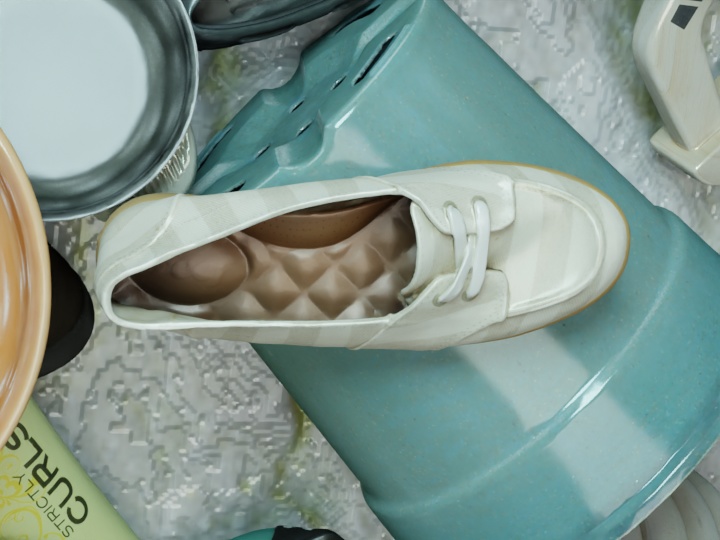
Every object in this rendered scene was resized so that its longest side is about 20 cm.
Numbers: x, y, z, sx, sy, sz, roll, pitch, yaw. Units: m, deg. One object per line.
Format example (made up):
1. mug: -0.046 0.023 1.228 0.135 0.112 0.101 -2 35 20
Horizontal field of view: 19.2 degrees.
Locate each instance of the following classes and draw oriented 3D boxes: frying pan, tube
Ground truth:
1. frying pan: -0.131 -0.110 0.805 0.114 0.031 0.191 -19 84 -8
2. tube: -0.145 0.097 0.897 0.200 0.052 0.058 58 45 -44

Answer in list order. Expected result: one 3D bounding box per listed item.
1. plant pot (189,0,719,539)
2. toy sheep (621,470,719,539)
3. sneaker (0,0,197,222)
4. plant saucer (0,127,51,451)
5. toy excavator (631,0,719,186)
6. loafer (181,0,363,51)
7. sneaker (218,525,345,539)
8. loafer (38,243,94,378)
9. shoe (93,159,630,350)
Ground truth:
1. plant pot: 0.034 0.001 0.888 0.200 0.200 0.196 -43 105 1
2. toy sheep: 0.116 0.146 0.981 0.138 0.138 0.200 -55 147 6
3. sneaker: -0.125 -0.109 0.865 0.074 0.085 0.201 -19 88 -8
4. plant saucer: -0.209 0.006 0.768 0.199 0.037 0.202 0 92 0
5. toy excavator: 0.145 -0.152 0.909 0.194 0.100 0.201 20 106 -42
6. loafer: 0.006 -0.147 0.884 0.200 0.070 0.068 -29 113 -6
7. sneaker: -0.039 0.198 0.916 0.080 0.201 0.071 -20 141 25
8. loafer: -0.209 0.029 0.873 0.199 0.073 0.072 -26 142 -16
9. shoe: 0.000 0.000 0.772 0.198 0.053 0.070 -4 102 2
